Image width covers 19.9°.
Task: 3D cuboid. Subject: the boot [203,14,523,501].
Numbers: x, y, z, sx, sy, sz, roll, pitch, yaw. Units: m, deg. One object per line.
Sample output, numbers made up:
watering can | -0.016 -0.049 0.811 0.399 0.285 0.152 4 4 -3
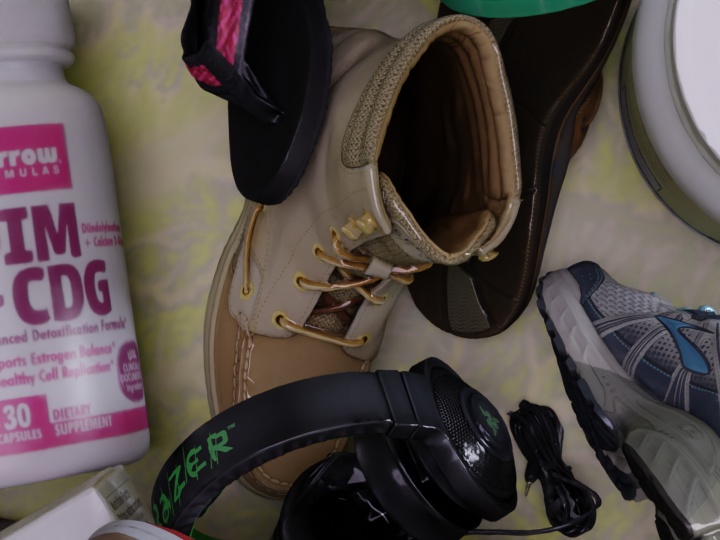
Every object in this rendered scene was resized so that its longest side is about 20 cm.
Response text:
boot | 0.000 0.000 0.806 0.072 0.155 0.202 13 89 -21

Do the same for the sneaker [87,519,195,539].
sneaker | -0.002 0.131 0.746 0.199 0.113 0.071 34 130 -2

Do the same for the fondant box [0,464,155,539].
fondant box | -0.106 0.198 0.780 0.144 0.058 0.201 -30 90 6

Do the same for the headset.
headset | 0.011 0.078 0.801 0.124 0.199 0.094 -50 44 36

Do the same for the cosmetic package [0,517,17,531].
cosmetic package | -0.114 0.169 0.851 0.198 0.087 0.104 13 95 4

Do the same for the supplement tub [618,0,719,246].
supplement tub | 0.172 -0.077 0.771 0.144 0.200 0.146 0 90 5

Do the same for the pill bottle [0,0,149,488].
pill bottle | -0.154 -0.014 0.843 0.112 0.113 0.202 -9 89 5

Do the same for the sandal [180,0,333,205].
sandal | -0.049 -0.115 0.827 0.045 0.075 0.202 11 58 -29

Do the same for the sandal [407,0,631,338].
sandal | 0.072 -0.069 0.853 0.081 0.054 0.202 19 107 30

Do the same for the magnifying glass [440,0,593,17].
magnifying glass | 0.031 -0.131 0.808 0.079 0.199 0.023 -34 120 -30

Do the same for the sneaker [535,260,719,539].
sneaker | 0.133 0.052 0.794 0.086 0.200 0.078 -26 124 -3
